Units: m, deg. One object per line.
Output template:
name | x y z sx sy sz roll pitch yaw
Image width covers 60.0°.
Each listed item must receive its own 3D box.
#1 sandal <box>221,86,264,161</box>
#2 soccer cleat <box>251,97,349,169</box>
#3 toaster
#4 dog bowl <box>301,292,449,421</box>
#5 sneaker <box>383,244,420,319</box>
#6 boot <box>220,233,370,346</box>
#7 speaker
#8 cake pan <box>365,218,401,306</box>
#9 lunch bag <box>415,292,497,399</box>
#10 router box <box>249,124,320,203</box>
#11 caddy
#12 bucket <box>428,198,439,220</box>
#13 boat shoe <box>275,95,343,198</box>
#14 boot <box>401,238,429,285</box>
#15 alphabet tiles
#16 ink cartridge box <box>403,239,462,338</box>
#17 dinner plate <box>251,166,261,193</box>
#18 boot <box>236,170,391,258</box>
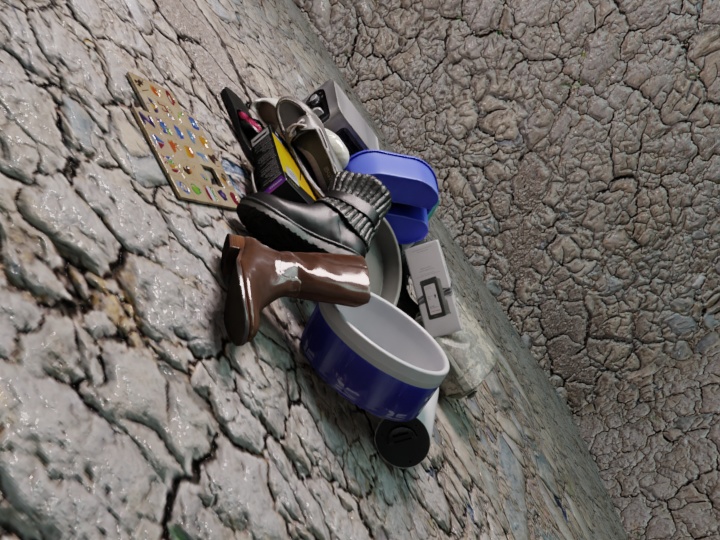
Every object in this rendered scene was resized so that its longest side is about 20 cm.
sandal | -0.191 -0.256 1.107 0.204 0.044 0.075 63 15 21
soccer cleat | -0.107 -0.231 1.070 0.198 0.070 0.077 37 21 16
toaster | -0.066 -0.227 1.203 0.200 0.178 0.121 45 23 -38
dog bowl | 0.019 0.106 0.844 0.197 0.080 0.201 31 14 -8
sneaker | 0.066 0.052 1.140 0.102 0.205 0.060 25 -19 -19
boot | -0.061 0.028 0.734 0.195 0.065 0.189 12 34 -23
speaker | 0.074 0.212 0.935 0.082 0.080 0.200 55 14 -3
cake pan | 0.000 0.000 1.027 0.198 0.036 0.207 3 87 -52
lunch bag | 0.184 0.155 1.296 0.203 0.138 0.167 56 14 3
router box | -0.097 -0.123 1.035 0.200 0.050 0.151 45 19 -46
caddy | 0.049 -0.135 1.118 0.194 0.144 0.106 8 33 -13
bucket | 0.068 -0.142 1.409 0.203 0.137 0.207 29 3 -1
boat shoe | -0.078 -0.195 1.010 0.203 0.066 0.057 60 10 -3
boot | 0.044 -0.052 1.212 0.201 0.161 0.073 57 -22 -11
alphabet tiles | -0.243 -0.174 0.847 0.203 0.007 0.167 60 15 10
ink cartridge box | 0.139 0.056 1.132 0.116 0.066 0.206 12 63 -80
dinner plate | -0.119 -0.082 1.026 0.202 0.024 0.202 52 16 -21
boot | -0.063 -0.091 0.908 0.207 0.079 0.161 28 59 -12
